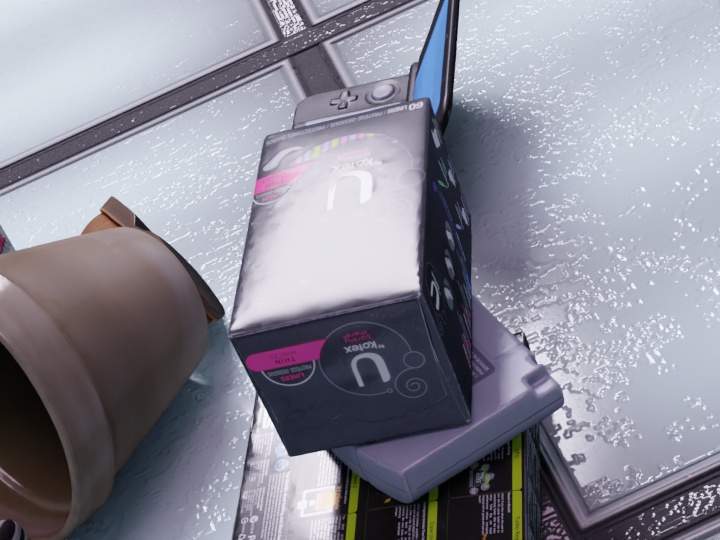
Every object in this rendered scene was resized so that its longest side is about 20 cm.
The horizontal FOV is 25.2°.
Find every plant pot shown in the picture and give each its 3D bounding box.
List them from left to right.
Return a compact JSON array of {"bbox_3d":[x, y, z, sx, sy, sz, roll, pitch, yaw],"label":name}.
[{"bbox_3d":[-0.205,0.059,1.117,0.198,0.202,0.173,13,35,37],"label":"plant pot"}]

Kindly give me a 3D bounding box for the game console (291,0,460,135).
[{"bbox_3d":[0.006,-0.124,1.253,0.174,0.117,0.201,-10,40,16],"label":"game console"}]

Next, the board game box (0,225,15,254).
[{"bbox_3d":[-0.343,0.000,1.220,0.146,0.201,0.065,-16,39,9],"label":"board game box"}]

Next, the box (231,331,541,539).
[{"bbox_3d":[0.017,0.136,1.011,0.191,0.048,0.201,-10,40,13],"label":"box"}]

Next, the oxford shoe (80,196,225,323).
[{"bbox_3d":[-0.165,0.009,1.236,0.071,0.071,0.200,-46,34,-9],"label":"oxford shoe"}]

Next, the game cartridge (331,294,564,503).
[{"bbox_3d":[0.026,0.063,1.029,0.132,0.041,0.200,-27,36,-12],"label":"game cartridge"}]

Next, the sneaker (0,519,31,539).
[{"bbox_3d":[-0.287,0.247,1.026,0.114,0.076,0.201,-11,30,23],"label":"sneaker"}]

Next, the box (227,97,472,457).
[{"bbox_3d":[0.000,0.000,1.003,0.121,0.107,0.201,-13,37,14],"label":"box"}]
